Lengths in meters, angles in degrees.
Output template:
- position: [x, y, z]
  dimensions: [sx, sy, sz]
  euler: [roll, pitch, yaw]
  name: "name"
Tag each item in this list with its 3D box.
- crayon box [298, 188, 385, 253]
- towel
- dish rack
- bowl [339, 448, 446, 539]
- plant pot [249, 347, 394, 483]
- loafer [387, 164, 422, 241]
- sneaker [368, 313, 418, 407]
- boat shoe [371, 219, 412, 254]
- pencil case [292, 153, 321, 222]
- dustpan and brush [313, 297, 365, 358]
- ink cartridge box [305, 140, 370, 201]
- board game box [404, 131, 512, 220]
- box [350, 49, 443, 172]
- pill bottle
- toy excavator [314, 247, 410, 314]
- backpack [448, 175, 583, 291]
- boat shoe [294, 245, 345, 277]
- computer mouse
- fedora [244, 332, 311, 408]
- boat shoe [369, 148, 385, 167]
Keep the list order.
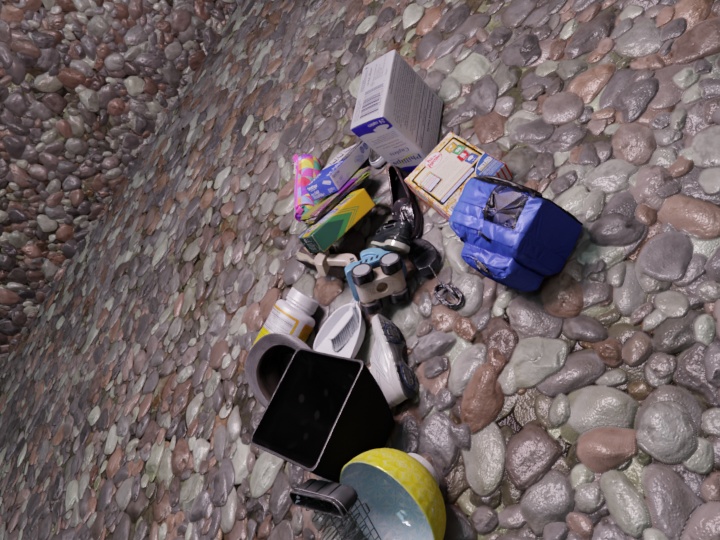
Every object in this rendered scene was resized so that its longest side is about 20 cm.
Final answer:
- position: [-0.046, -0.125, 1.366]
  dimensions: [0.199, 0.052, 0.125]
  euler: [-42, 14, -15]
  name: "crayon box"
- position: [-0.064, -0.183, 1.443]
  dimensions: [0.199, 0.023, 0.143]
  euler: [-43, 13, -13]
  name: "towel"
- position: [-0.022, 0.442, 0.971]
  dimensions: [0.054, 0.204, 0.152]
  euler: [-35, 12, -36]
  name: "dish rack"
- position: [0.070, 0.369, 0.960]
  dimensions: [0.197, 0.205, 0.107]
  euler: [-2, 22, 45]
  name: "bowl"
- position: [-0.052, 0.291, 1.086]
  dimensions: [0.196, 0.178, 0.203]
  euler: [2, 55, 47]
  name: "plant pot"
- position: [0.091, -0.154, 1.315]
  dimensions: [0.071, 0.062, 0.204]
  euler: [-29, 48, 29]
  name: "loafer"
- position: [0.047, 0.176, 1.153]
  dimensions: [0.087, 0.074, 0.203]
  euler: [-40, 42, 28]
  name: "sneaker"
- position: [0.070, -0.076, 1.234]
  dimensions: [0.199, 0.073, 0.068]
  euler: [180, 108, -85]
  name: "boat shoe"
- position: [-0.148, -0.228, 1.599]
  dimensions: [0.087, 0.088, 0.204]
  euler: [-31, 48, 29]
  name: "pencil case"
- position: [-0.024, 0.102, 1.276]
  dimensions: [0.138, 0.058, 0.201]
  euler: [8, 54, 51]
  name: "dustpan and brush"
- position: [-0.052, -0.257, 1.475]
  dimensions: [0.092, 0.045, 0.201]
  euler: [-16, 27, 40]
  name: "ink cartridge box"
- position: [0.200, -0.193, 1.221]
  dimensions: [0.151, 0.046, 0.200]
  euler: [-45, 41, 3]
  name: "board game box"
- position: [0.088, -0.358, 1.337]
  dimensions: [0.103, 0.198, 0.189]
  euler: [-11, 58, 42]
  name: "box"
- position: [-0.179, 0.148, 1.377]
  dimensions: [0.108, 0.108, 0.203]
  euler: [27, 86, 50]
  name: "pill bottle"
- position: [0.000, 0.000, 1.263]
  dimensions: [0.189, 0.102, 0.201]
  euler: [-19, 31, 1]
  name: "toy excavator"
- position: [0.249, -0.073, 1.022]
  dimensions: [0.199, 0.161, 0.170]
  euler: [36, 96, 49]
  name: "backpack"
- position: [-0.092, -0.038, 1.429]
  dimensions: [0.198, 0.074, 0.075]
  euler: [18, 79, 49]
  name: "boat shoe"
- position: [0.153, 0.007, 1.182]
  dimensions: [0.058, 0.034, 0.202]
  euler: [-33, 49, 4]
  name: "computer mouse"
- position: [-0.148, 0.227, 1.271]
  dimensions: [0.198, 0.090, 0.179]
  euler: [38, 105, 13]
  name: "fedora"
- position: [0.062, -0.363, 1.480]
  dimensions: [0.068, 0.056, 0.205]
  euler: [10, 74, 48]
  name: "boat shoe"
